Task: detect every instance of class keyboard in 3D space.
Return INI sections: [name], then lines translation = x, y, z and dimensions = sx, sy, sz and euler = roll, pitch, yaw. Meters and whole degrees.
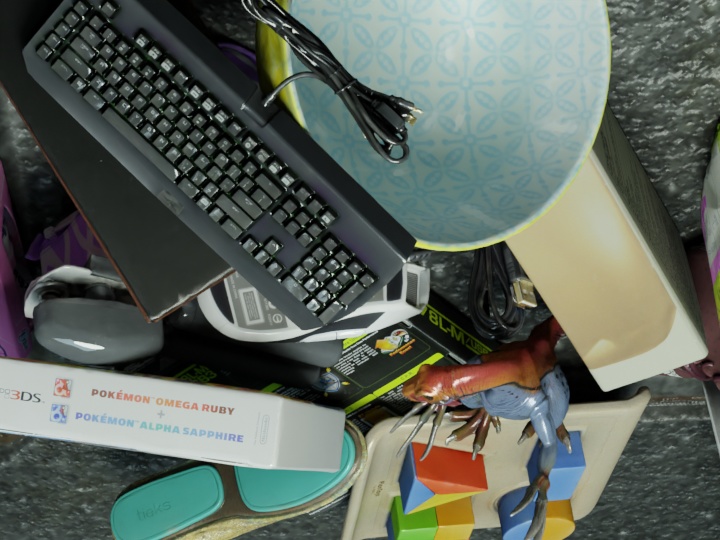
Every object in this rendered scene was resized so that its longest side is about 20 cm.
[keyboard]
translation = -0.053, -0.069, 0.894
dimensions = 0.200, 0.021, 0.127
euler = 43, 117, -8

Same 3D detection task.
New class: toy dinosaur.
[toy dinosaur]
translation = 0.077, 0.061, 1.140
dimensions = 0.104, 0.201, 0.182
euler = 11, 155, 11

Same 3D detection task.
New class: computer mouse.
[computer mouse]
translation = 0.000, 0.000, 1.107
dimensions = 0.199, 0.110, 0.044
euler = -9, 161, -15

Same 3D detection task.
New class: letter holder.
[letter holder]
translation = -0.121, -0.088, 0.993
dimensions = 0.100, 0.142, 0.201
euler = -32, 97, -6

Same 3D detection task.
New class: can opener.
[can opener]
translation = -0.099, 0.042, 1.096
dimensions = 0.199, 0.067, 0.053
euler = 16, 138, -32

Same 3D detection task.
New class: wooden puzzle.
[wooden puzzle]
translation = 0.090, 0.148, 1.309
dimensions = 0.198, 0.047, 0.186
euler = -8, 151, -11

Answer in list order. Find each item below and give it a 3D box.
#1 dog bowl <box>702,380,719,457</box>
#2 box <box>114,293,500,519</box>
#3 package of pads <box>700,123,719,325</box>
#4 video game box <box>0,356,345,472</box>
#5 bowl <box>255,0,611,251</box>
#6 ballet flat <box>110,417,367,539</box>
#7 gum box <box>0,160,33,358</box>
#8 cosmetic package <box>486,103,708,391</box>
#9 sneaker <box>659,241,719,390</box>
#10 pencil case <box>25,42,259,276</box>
[dog bowl]
translation = 0.286, 0.159, 1.266
dimensions = 0.078, 0.201, 0.201
euler = -14, 138, 8
[box]
translation = -0.027, 0.073, 1.267
dimensions = 0.199, 0.048, 0.193
euler = -32, 129, 30
[package of pads]
translation = 0.277, 0.005, 1.091
dimensions = 0.153, 0.201, 0.068
euler = 1, 141, -4
[video game box]
translation = -0.114, 0.085, 1.126
dimensions = 0.181, 0.047, 0.200
euler = 5, 174, 10
[bowl]
translation = 0.019, -0.111, 0.990
dimensions = 0.199, 0.201, 0.107
euler = 27, 167, -30
[ballet flat]
translation = -0.073, 0.142, 1.270
dimensions = 0.199, 0.071, 0.071
euler = -22, 135, 23
[gum box]
translation = -0.295, 0.000, 1.149
dimensions = 0.198, 0.066, 0.114
euler = -3, 138, 0
[cosmetic package]
translation = 0.130, -0.031, 1.116
dimensions = 0.071, 0.106, 0.200
euler = -21, 134, 17
[sneaker]
translation = 0.231, 0.071, 1.183
dimensions = 0.115, 0.201, 0.076
euler = -19, 155, 31
[pencil case]
translation = -0.112, -0.044, 1.108
dimensions = 0.085, 0.084, 0.200
euler = 42, 125, -6
